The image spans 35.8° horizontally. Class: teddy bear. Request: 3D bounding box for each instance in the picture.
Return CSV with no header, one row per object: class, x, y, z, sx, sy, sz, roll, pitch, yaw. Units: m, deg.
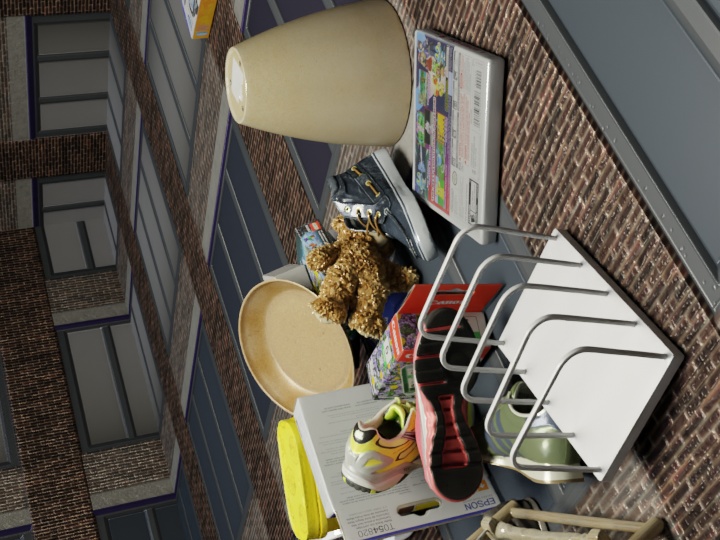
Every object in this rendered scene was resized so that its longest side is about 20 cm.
teddy bear,0.000,0.000,1.394,0.144,0.200,0.067,26,136,12

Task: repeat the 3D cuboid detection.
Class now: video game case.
video game case,0.105,-0.153,1.240,0.182,0.023,0.202,-137,42,-59

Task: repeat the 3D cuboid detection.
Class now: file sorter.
file sorter,0.158,0.068,0.996,0.200,0.123,0.140,56,131,48

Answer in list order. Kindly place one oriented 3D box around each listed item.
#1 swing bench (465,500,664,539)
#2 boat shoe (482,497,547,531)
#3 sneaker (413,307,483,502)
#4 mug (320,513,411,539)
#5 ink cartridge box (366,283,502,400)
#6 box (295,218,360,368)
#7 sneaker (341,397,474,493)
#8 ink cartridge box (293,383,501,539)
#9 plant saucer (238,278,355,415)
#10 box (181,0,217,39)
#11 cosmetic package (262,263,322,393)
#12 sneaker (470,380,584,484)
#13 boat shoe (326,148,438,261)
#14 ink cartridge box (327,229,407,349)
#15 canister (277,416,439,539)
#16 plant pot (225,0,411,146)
swing bench,0.144,0.301,1.001,0.198,0.198,0.132,-10,89,53
boat shoe,0.186,0.334,1.162,0.067,0.056,0.201,108,147,-49
sneaker,0.080,0.142,1.186,0.087,0.073,0.203,153,117,-73
mug,-0.007,0.300,1.573,0.200,0.146,0.177,55,-159,-64
ink cartridge box,0.084,0.083,1.257,0.201,0.108,0.051,116,149,-56
box,-0.044,0.041,1.550,0.201,0.037,0.137,92,153,-58
sneaker,0.063,0.178,1.251,0.075,0.199,0.077,27,125,34
ink cartridge box,0.041,0.222,1.305,0.041,0.197,0.201,103,152,-49
plant saucer,-0.078,0.101,1.482,0.199,0.035,0.203,18,120,33
box,-0.316,-0.548,2.179,0.200,0.041,0.120,120,137,-62
cosmetic package,-0.074,0.093,1.554,0.202,0.050,0.082,69,166,-7
sneaker,0.167,0.158,1.145,0.200,0.066,0.091,-177,87,-69
boat shoe,0.025,-0.065,1.364,0.071,0.090,0.201,63,180,-42
ink cartridge box,0.008,0.024,1.533,0.200,0.044,0.095,-130,35,-54
canister,0.007,0.243,1.400,0.086,0.198,0.151,175,86,-69
plant pot,-0.064,-0.242,1.402,0.187,0.198,0.190,172,90,-70
